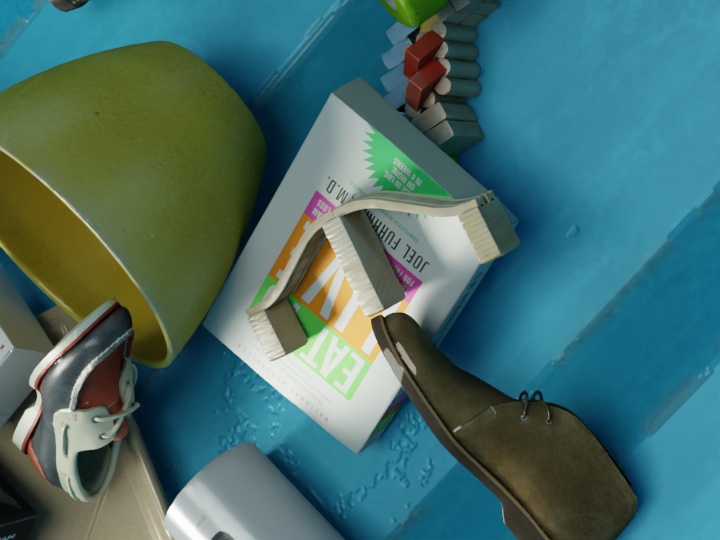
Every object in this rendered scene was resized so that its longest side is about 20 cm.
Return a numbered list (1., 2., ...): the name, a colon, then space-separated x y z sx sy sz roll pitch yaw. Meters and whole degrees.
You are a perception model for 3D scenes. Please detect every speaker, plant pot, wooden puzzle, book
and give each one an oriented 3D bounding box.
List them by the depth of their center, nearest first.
1. book: 0.000 0.000 1.591 0.134 0.048 0.200 42 128 15
2. speaker: -0.031 0.201 1.626 0.200 0.081 0.081 46 110 19
3. plant pot: -0.142 -0.060 1.627 0.200 0.200 0.142 37 71 21
4. wooden puzzle: -0.217 0.136 1.748 0.200 0.037 0.186 -28 79 29

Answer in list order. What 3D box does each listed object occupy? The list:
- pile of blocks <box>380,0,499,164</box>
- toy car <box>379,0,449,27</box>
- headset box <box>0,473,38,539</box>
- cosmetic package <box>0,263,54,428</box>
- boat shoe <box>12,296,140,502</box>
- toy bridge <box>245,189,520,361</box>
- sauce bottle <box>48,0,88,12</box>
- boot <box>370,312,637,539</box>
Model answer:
1. pile of blocks: 0.032 -0.101 1.596 0.082 0.062 0.201 5 93 27
2. toy car: 0.028 -0.272 1.559 0.164 0.158 0.200 -37 44 -8
3. headset box: -0.319 0.196 1.752 0.149 0.075 0.200 44 122 25
4. cosmetic package: -0.281 0.013 1.741 0.083 0.051 0.200 -50 56 21
5. boat shoe: -0.167 0.082 1.614 0.063 0.071 0.200 47 149 10
6. toy bridge: 0.001 -0.007 1.543 0.200 0.027 0.067 -25 92 39
7. sauce bottle: -0.116 -0.217 1.668 0.199 0.066 0.066 -16 84 27
8. boot: 0.085 0.089 1.549 0.075 0.074 0.200 -39 103 11
